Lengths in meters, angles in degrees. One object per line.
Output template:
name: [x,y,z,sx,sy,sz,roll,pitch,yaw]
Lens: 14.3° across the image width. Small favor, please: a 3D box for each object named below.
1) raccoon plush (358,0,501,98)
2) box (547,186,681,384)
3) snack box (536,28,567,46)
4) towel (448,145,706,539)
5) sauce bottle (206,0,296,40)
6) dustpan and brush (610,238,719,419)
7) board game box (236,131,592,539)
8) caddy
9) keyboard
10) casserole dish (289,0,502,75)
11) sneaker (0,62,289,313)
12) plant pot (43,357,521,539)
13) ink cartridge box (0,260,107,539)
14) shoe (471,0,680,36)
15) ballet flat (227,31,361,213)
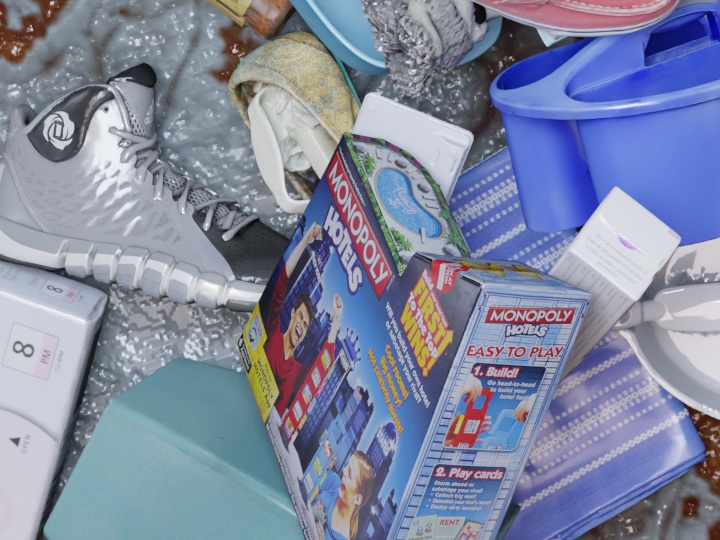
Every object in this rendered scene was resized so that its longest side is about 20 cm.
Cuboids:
raccoon plush: [-0.019,-0.163,1.390,0.200,0.097,0.134,9,79,17]
box: [0.106,0.011,1.366,0.041,0.200,0.039,37,75,4]
snack box: [0.178,-0.174,1.417,0.200,0.116,0.037,-26,96,12]
towel: [0.075,0.051,1.523,0.145,0.024,0.200,-31,95,12]
sauce bottle: [-0.109,-0.200,1.479,0.200,0.066,0.066,37,104,-2]
dustpan and brush: [0.163,0.020,1.481,0.200,0.057,0.140,-3,95,11]
board game box: [0.027,0.041,1.352,0.062,0.200,0.200,5,134,-29]
caddy: [0.159,-0.085,1.403,0.200,0.141,0.105,-21,109,-32]
keyboard: [0.000,0.000,1.439,0.056,0.011,0.200,26,126,6]
casserole dish: [-0.006,-0.181,1.448,0.121,0.039,0.200,-32,83,-29]
sneaker: [-0.101,-0.047,1.500,0.200,0.075,0.116,11,98,12]
plant pot: [-0.051,0.143,1.494,0.200,0.141,0.141,34,114,10]
ink cartridge box: [-0.251,0.059,1.547,0.200,0.057,0.163,17,112,0]
shoe: [0.074,-0.147,1.292,0.200,0.091,0.072,14,96,-24]
ballet flat: [-0.005,-0.031,1.474,0.071,0.071,0.200,-34,78,13]
